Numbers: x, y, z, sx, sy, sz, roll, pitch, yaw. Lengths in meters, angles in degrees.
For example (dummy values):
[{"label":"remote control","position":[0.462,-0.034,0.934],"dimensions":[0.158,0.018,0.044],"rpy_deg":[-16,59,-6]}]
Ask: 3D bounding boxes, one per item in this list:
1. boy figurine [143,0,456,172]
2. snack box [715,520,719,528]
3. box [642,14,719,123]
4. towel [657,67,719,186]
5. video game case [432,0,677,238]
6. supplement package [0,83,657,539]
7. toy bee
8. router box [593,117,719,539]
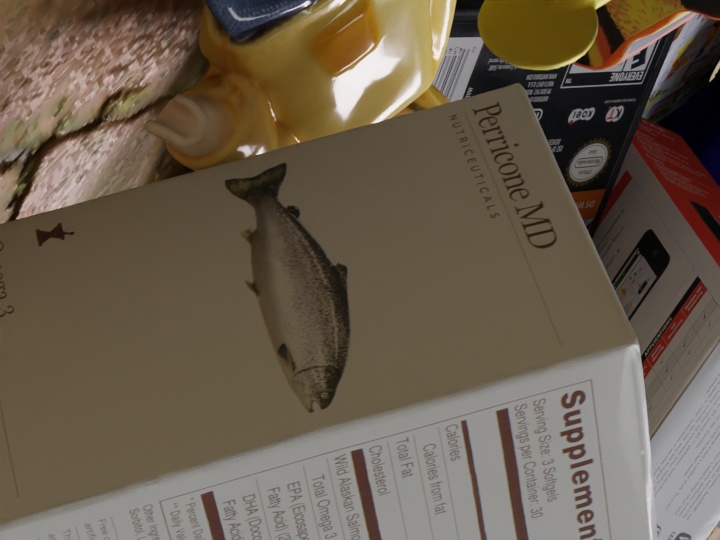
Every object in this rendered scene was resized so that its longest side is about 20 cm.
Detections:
[{"label":"boy figurine","position":[-0.011,-0.067,0.804],"dimensions":[0.124,0.064,0.200],"rpy_deg":[-41,148,-19]},{"label":"snack box","position":[0.191,0.014,1.129],"dimensions":[0.200,0.053,0.142],"rpy_deg":[-44,-155,-8]},{"label":"box","position":[0.114,-0.103,1.184],"dimensions":[0.200,0.039,0.137],"rpy_deg":[-34,159,-45]},{"label":"towel","position":[0.157,-0.050,1.296],"dimensions":[0.200,0.050,0.148],"rpy_deg":[-44,-175,19]},{"label":"video game case","position":[0.020,-0.016,0.980],"dimensions":[0.199,0.025,0.182],"rpy_deg":[-7,124,-49]},{"label":"supplement package","position":[-0.027,0.048,0.780],"dimensions":[0.199,0.117,0.118],"rpy_deg":[-16,133,-5]},{"label":"toy bee","position":[0.094,-0.099,0.814],"dimensions":[0.131,0.109,0.200],"rpy_deg":[-35,169,-1]},{"label":"router box","position":[0.086,0.056,1.096],"dimensions":[0.201,0.049,0.180],"rpy_deg":[-57,-153,19]}]
